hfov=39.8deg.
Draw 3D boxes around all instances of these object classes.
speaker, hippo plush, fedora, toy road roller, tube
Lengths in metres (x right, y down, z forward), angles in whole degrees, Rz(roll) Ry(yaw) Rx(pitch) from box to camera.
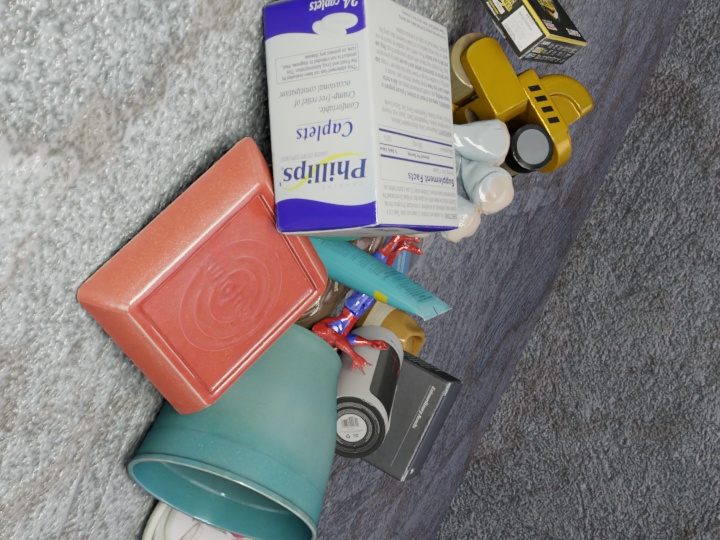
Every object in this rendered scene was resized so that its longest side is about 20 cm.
[{"bbox_3d":[0.003,0.140,1.192,0.200,0.081,0.081,-67,178,-68],"label":"speaker"},{"bbox_3d":[0.076,-0.117,1.201,0.161,0.199,0.160,-159,-96,-82],"label":"hippo plush"},{"bbox_3d":[0.045,0.115,1.531,0.201,0.082,0.201,-52,159,-30],"label":"fedora"},{"bbox_3d":[0.196,-0.214,1.248,0.146,0.200,0.123,-33,-175,-16],"label":"toy road roller"},{"bbox_3d":[0.000,0.000,1.068,0.077,0.200,0.051,-24,137,-60],"label":"tube"}]

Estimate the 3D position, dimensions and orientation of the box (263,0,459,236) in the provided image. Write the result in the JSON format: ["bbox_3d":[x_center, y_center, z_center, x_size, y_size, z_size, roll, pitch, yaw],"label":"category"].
[{"bbox_3d":[0.005,-0.133,0.902,0.184,0.105,0.201,-2,88,-62],"label":"box"}]

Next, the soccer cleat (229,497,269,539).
[{"bbox_3d":[-0.087,0.219,1.150,0.086,0.070,0.201,41,67,-52],"label":"soccer cleat"}]

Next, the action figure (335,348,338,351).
[{"bbox_3d":[-0.075,0.167,1.236,0.201,0.052,0.065,-66,156,4],"label":"action figure"}]

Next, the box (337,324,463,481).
[{"bbox_3d":[0.016,0.171,1.347,0.148,0.199,0.104,-63,164,3],"label":"box"}]

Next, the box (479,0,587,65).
[{"bbox_3d":[0.190,-0.326,1.191,0.049,0.160,0.200,-37,172,25],"label":"box"}]

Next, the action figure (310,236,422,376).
[{"bbox_3d":[0.017,0.053,1.164,0.200,0.099,0.065,-47,160,-9],"label":"action figure"}]

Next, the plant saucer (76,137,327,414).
[{"bbox_3d":[-0.121,0.018,0.883,0.200,0.037,0.200,-44,139,-15],"label":"plant saucer"}]

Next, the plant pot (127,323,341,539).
[{"bbox_3d":[-0.111,0.156,1.031,0.200,0.199,0.189,84,22,-59],"label":"plant pot"}]

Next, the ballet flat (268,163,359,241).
[{"bbox_3d":[-0.059,-0.071,0.976,0.200,0.068,0.069,4,70,-55],"label":"ballet flat"}]

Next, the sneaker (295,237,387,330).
[{"bbox_3d":[-0.028,-0.018,1.175,0.201,0.070,0.076,-61,161,-6],"label":"sneaker"}]

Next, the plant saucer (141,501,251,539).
[{"bbox_3d":[-0.179,0.303,1.178,0.200,0.050,0.201,-17,117,-35],"label":"plant saucer"}]

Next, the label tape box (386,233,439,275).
[{"bbox_3d":[0.059,-0.072,1.342,0.200,0.063,0.145,-49,157,-37],"label":"label tape box"}]
